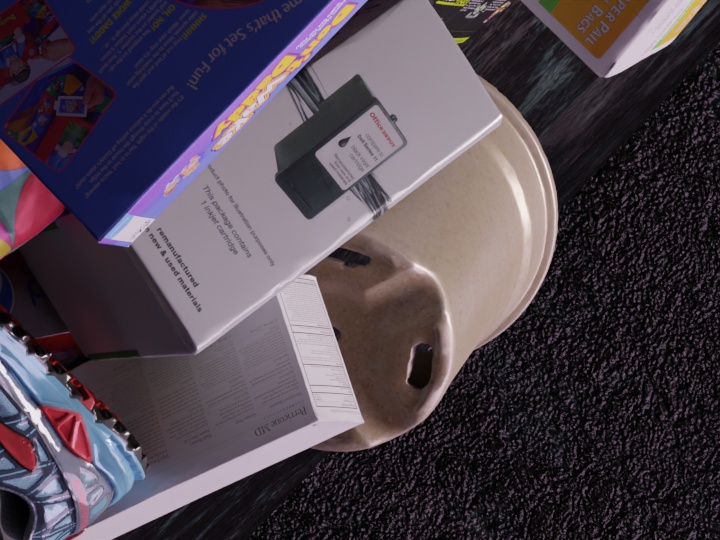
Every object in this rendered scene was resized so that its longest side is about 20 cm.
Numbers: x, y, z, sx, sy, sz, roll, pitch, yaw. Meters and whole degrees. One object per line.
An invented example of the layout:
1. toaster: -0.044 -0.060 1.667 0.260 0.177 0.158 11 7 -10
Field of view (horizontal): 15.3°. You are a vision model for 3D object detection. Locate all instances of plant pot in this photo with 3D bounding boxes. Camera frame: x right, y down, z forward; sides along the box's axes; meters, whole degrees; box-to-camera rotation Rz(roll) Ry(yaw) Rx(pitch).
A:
1. plant pot: 0.000 0.000 1.469 0.200 0.200 0.183 -48 -172 25

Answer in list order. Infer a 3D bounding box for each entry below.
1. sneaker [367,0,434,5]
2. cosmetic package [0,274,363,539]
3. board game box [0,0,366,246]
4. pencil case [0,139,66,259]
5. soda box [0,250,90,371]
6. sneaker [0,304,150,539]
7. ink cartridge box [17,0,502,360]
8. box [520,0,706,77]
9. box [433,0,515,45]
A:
1. sneaker: -0.006 -0.167 1.386 0.200 0.100 0.070 -39 168 -37
2. cosmetic package: -0.100 0.077 1.357 0.200 0.083 0.051 -26 161 26
3. board game box: -0.080 -0.127 1.116 0.200 0.134 0.045 -45 171 7
4. pencil case: -0.137 -0.084 1.247 0.200 0.088 0.088 -39 170 -20
5. soda box: -0.177 0.022 1.364 0.200 0.063 0.070 -11 156 -26
6. sneaker: -0.192 0.062 1.269 0.096 0.200 0.079 -47 -157 -8
7. ink cartridge box: -0.051 -0.045 1.293 0.200 0.083 0.147 -37 -168 -24
8. box: 0.103 -0.211 1.352 0.112 0.200 0.101 -50 170 32
9. box: 0.004 -0.139 1.681 0.193 0.048 0.200 -40 173 16
